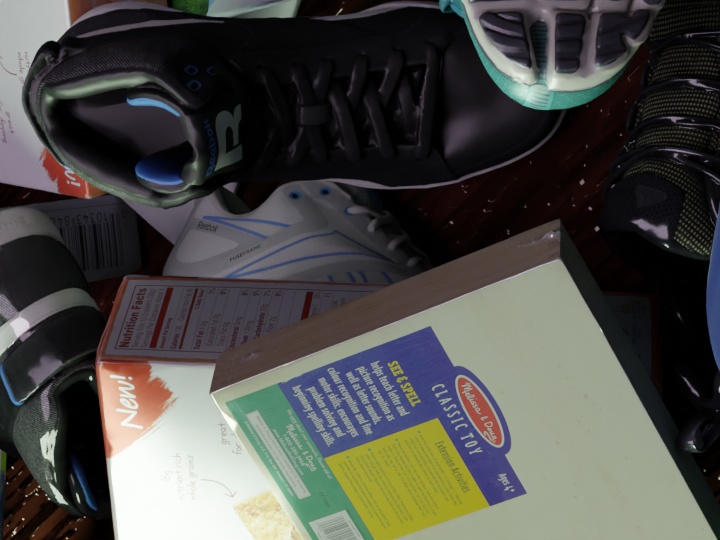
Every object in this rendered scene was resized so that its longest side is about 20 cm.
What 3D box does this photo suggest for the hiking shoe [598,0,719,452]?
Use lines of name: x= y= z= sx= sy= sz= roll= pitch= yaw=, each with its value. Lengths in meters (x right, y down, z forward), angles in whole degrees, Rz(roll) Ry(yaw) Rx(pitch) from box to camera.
hiking shoe: x=0.123 y=-0.044 z=0.791 sx=0.075 sy=0.100 sz=0.202 roll=-8 pitch=97 yaw=44

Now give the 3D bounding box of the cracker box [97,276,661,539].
cracker box: x=0.009 y=0.075 z=0.872 sx=0.198 sy=0.058 sz=0.135 roll=2 pitch=124 yaw=7

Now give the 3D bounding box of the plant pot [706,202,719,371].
plant pot: x=0.212 y=-0.037 z=0.645 sx=0.179 sy=0.199 sz=0.202 roll=29 pitch=122 yaw=42

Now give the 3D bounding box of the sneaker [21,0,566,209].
sneaker: x=-0.025 y=-0.053 z=0.866 sx=0.198 sy=0.112 sz=0.074 roll=2 pitch=109 yaw=7

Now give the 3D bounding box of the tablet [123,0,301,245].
tablet: x=-0.081 y=-0.117 z=1.030 sx=0.130 sy=0.014 sz=0.201 roll=41 pitch=127 yaw=28

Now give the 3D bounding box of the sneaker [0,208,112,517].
sneaker: x=-0.125 y=0.068 z=1.018 sx=0.112 sy=0.073 sz=0.200 roll=57 pitch=170 yaw=25

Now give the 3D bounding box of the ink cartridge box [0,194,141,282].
ink cartridge box: x=-0.237 y=0.000 z=1.085 sx=0.199 sy=0.199 sz=0.041 roll=-4 pitch=94 yaw=44

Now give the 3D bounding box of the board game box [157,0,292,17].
board game box: x=-0.097 y=-0.196 z=0.981 sx=0.199 sy=0.041 sz=0.202 roll=-9 pitch=97 yaw=47

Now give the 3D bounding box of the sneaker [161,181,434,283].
sneaker: x=0.000 y=0.000 z=0.952 sx=0.199 sy=0.075 sz=0.087 roll=10 pitch=77 yaw=30

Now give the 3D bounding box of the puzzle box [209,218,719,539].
puzzle box: x=0.053 y=0.086 z=0.815 sx=0.132 sy=0.025 sz=0.201 roll=-21 pitch=119 yaw=19

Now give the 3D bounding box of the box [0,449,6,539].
box: x=-0.196 y=0.142 z=1.119 sx=0.200 sy=0.047 sz=0.123 roll=-101 pitch=22 yaw=-59

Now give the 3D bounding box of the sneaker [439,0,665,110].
sneaker: x=0.058 y=-0.113 z=0.813 sx=0.201 sy=0.077 sz=0.080 roll=-97 pitch=12 yaw=-52

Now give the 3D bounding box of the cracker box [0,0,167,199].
cracker box: x=-0.165 y=-0.112 z=1.007 sx=0.199 sy=0.057 sz=0.135 roll=10 pitch=112 yaw=43
